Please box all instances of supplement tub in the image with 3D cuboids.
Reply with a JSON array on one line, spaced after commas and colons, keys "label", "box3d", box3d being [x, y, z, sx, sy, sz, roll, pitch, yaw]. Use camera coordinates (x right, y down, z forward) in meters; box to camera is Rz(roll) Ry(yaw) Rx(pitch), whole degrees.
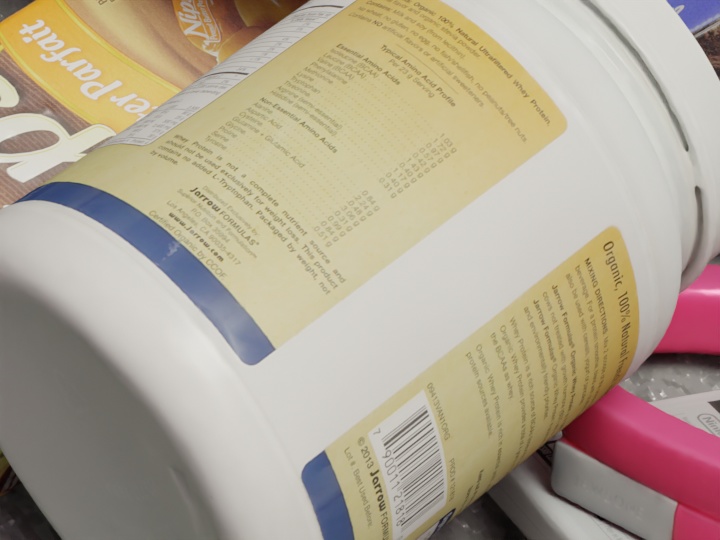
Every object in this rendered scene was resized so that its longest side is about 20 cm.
[{"label": "supplement tub", "box3d": [0.000, 0.000, 0.821, 0.200, 0.144, 0.144, -36, 79, -27]}]

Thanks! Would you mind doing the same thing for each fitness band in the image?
[{"label": "fitness band", "box3d": [0.143, 0.048, 0.888, 0.200, 0.038, 0.143, 25, 34, 38]}]

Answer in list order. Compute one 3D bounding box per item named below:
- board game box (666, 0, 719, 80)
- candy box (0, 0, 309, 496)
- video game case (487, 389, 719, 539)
[{"label": "board game box", "box3d": [0.144, -0.123, 0.968, 0.159, 0.097, 0.201, 23, 57, -34]}, {"label": "candy box", "box3d": [-0.078, -0.028, 0.915, 0.200, 0.055, 0.116, -35, 80, -28]}, {"label": "video game case", "box3d": [0.157, 0.088, 0.875, 0.181, 0.023, 0.200, -9, 27, -20]}]
